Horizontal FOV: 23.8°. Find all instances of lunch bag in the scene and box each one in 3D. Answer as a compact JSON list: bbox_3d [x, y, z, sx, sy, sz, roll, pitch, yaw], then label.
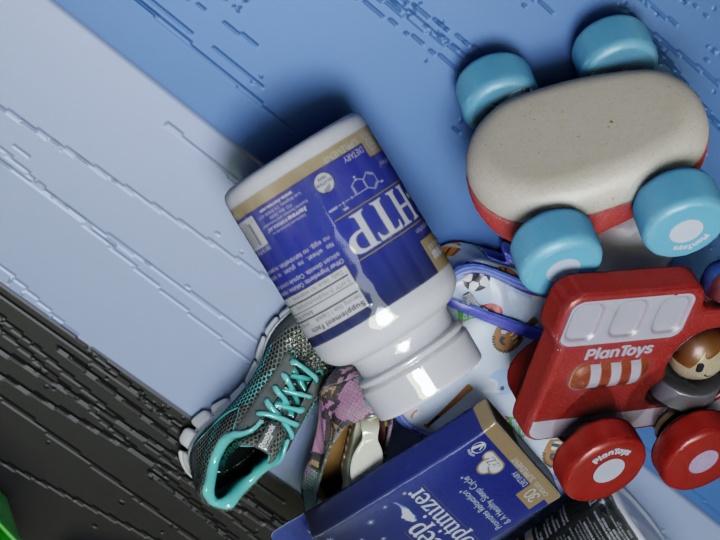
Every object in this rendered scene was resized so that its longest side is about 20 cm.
[{"bbox_3d":[0.120,0.068,1.342,0.198,0.076,0.161,20,108,-16],"label":"lunch bag"}]

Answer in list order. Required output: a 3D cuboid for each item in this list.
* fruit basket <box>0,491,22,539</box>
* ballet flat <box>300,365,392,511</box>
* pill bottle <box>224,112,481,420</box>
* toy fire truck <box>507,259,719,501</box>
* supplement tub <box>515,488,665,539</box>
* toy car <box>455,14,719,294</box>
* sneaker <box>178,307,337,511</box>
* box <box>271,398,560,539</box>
[{"bbox_3d":[-0.362,0.200,1.274,0.155,0.216,0.216,-33,114,9],"label":"fruit basket"},{"bbox_3d":[-0.007,0.161,1.338,0.068,0.072,0.201,-4,133,-13],"label":"ballet flat"},{"bbox_3d":[0.000,0.000,1.239,0.119,0.120,0.201,-31,93,8],"label":"pill bottle"},{"bbox_3d":[0.207,0.065,1.226,0.198,0.113,0.169,-4,134,-23],"label":"toy fire truck"},{"bbox_3d":[0.161,0.274,1.412,0.199,0.123,0.123,-38,113,11],"label":"supplement tub"},{"bbox_3d":[0.174,-0.046,1.271,0.175,0.186,0.201,-17,144,1],"label":"toy car"},{"bbox_3d":[-0.065,0.109,1.328,0.077,0.091,0.201,32,107,-20],"label":"sneaker"},{"bbox_3d":[0.043,0.188,1.310,0.199,0.033,0.121,-32,134,11],"label":"box"}]
